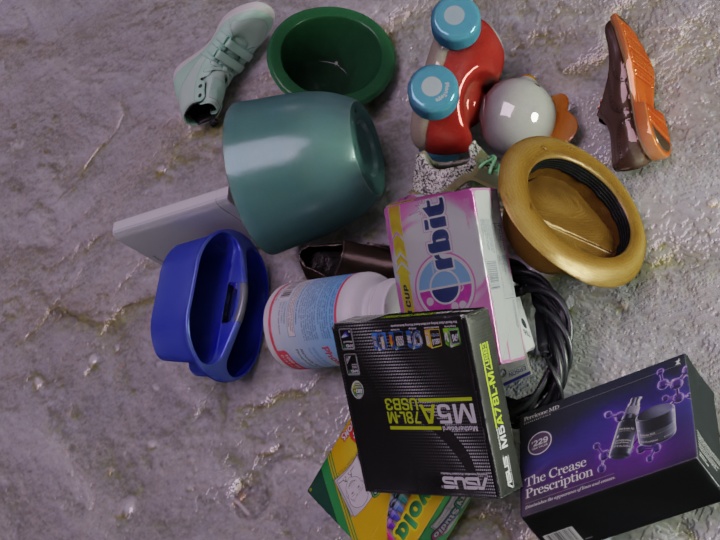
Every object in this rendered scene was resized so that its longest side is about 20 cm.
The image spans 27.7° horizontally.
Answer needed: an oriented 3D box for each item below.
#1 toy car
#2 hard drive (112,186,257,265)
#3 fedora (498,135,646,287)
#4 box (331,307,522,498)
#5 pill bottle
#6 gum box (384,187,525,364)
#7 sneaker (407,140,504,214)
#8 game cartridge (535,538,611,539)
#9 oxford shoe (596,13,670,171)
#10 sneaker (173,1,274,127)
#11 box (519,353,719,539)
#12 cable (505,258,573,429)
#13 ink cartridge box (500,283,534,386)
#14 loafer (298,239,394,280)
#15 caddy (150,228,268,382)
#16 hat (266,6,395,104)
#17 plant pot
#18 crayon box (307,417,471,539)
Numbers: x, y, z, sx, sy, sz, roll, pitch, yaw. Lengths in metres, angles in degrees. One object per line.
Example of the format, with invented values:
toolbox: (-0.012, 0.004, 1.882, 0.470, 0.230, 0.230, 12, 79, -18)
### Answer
toy car: (0.171, -0.209, 1.768, 0.198, 0.185, 0.179, 16, 76, 10)
hard drive: (-0.217, -0.054, 1.972, 0.198, 0.132, 0.027, -14, 60, 31)
fedora: (0.224, -0.053, 1.631, 0.082, 0.199, 0.203, -45, 43, 48)
box: (0.068, 0.141, 1.551, 0.199, 0.047, 0.196, -5, 97, 45)
pill bottle: (-0.017, 0.060, 1.767, 0.199, 0.108, 0.110, -9, 63, 44)
gum box: (0.101, 0.008, 1.593, 0.112, 0.066, 0.202, -11, 87, 31)
sneaker: (0.148, -0.107, 1.715, 0.197, 0.077, 0.090, 0, 105, 5)
game cartridge: (0.187, 0.357, 1.539, 0.199, 0.041, 0.134, -28, 59, 23)
oxford shoe: (0.303, -0.210, 1.705, 0.072, 0.071, 0.202, -25, 56, 31)
sneaker: (-0.189, -0.289, 2.102, 0.200, 0.073, 0.119, -39, 44, 27)
box: (0.267, 0.190, 1.508, 0.199, 0.079, 0.142, -24, 34, 25)
cable: (0.168, 0.082, 1.635, 0.200, 0.051, 0.164, 40, 95, 39)
ink cartridge box: (0.140, 0.052, 1.708, 0.099, 0.039, 0.202, -25, 63, 25)
loafer: (0.000, 0.000, 1.825, 0.198, 0.071, 0.074, -1, 68, 36)
caddy: (-0.186, 0.047, 1.897, 0.104, 0.141, 0.202, -9, 64, 39)
hat: (-0.057, -0.247, 2.025, 0.197, 0.177, 0.167, 3, 62, -3)
plant pot: (-0.062, -0.138, 1.864, 0.159, 0.201, 0.203, -14, 60, 18)
crayon box: (0.051, 0.224, 1.671, 0.172, 0.058, 0.201, 39, 103, 42)
